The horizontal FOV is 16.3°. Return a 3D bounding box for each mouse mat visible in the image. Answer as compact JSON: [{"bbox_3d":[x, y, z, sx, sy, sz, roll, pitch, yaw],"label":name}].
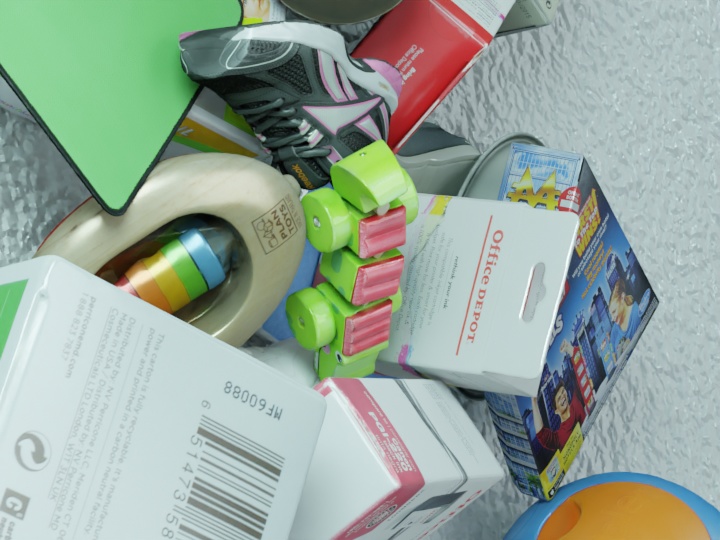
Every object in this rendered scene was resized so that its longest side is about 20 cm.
[{"bbox_3d":[-0.144,-0.149,1.450,0.161,0.008,0.200,55,44,-28],"label":"mouse mat"}]

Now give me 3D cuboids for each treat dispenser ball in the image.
[{"bbox_3d":[0.187,0.245,1.792,0.200,0.200,0.202,16,69,-49],"label":"treat dispenser ball"}]

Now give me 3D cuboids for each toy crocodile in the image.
[{"bbox_3d":[0.000,0.000,1.548,0.067,0.062,0.201,-20,138,-29],"label":"toy crocodile"}]

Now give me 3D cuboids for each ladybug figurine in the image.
[{"bbox_3d":[-0.123,-0.001,1.504,0.199,0.072,0.136,-30,121,-13],"label":"ladybug figurine"}]

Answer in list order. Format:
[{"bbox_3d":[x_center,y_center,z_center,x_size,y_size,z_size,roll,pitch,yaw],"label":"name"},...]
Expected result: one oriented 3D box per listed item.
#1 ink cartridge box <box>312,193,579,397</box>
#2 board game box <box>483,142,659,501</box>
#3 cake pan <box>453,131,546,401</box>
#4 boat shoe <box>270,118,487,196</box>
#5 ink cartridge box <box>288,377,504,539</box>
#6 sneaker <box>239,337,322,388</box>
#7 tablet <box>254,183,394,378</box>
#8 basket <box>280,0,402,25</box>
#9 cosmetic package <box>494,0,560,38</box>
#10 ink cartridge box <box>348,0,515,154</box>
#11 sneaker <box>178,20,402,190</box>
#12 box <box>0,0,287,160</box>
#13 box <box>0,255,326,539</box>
[{"bbox_3d":[0.065,0.015,1.642,0.067,0.199,0.117,25,77,-48],"label":"ink cartridge box"},{"bbox_3d":[0.130,0.020,1.769,0.200,0.061,0.200,-57,143,-33],"label":"board game box"},{"bbox_3d":[0.117,0.000,1.840,0.200,0.037,0.201,-30,126,-53],"label":"cake pan"},{"bbox_3d":[0.003,-0.078,1.763,0.199,0.073,0.062,-3,41,-45],"label":"boat shoe"},{"bbox_3d":[-0.014,0.139,1.554,0.085,0.145,0.200,54,16,13],"label":"ink cartridge box"},{"bbox_3d":[-0.091,0.079,1.585,0.200,0.076,0.081,-36,101,-51],"label":"sneaker"},{"bbox_3d":[0.002,0.019,1.733,0.200,0.014,0.131,36,69,-47],"label":"tablet"},{"bbox_3d":[-0.008,-0.242,1.638,0.200,0.135,0.181,-82,175,-66],"label":"basket"},{"bbox_3d":[0.114,-0.270,1.899,0.071,0.105,0.201,50,48,-34],"label":"cosmetic package"},{"bbox_3d":[0.038,-0.149,1.705,0.067,0.116,0.200,40,25,-4],"label":"ink cartridge box"},{"bbox_3d":[-0.034,-0.095,1.519,0.200,0.080,0.087,15,73,-54],"label":"sneaker"},{"bbox_3d":[-0.149,-0.143,1.532,0.200,0.101,0.113,27,60,-46],"label":"box"},{"bbox_3d":[-0.162,0.126,1.356,0.200,0.171,0.200,30,65,-30],"label":"box"}]
